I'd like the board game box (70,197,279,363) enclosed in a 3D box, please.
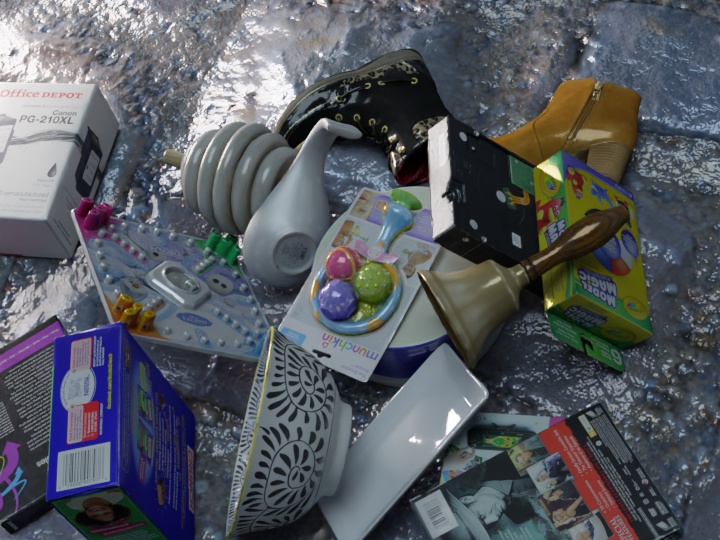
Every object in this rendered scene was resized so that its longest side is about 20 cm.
[{"bbox_3d":[-0.184,0.009,1.373,0.026,0.199,0.201,-57,40,25],"label":"board game box"}]

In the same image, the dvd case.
[{"bbox_3d":[0.160,0.217,1.173,0.199,0.022,0.147,-26,53,-6],"label":"dvd case"}]

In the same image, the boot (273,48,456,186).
[{"bbox_3d":[0.014,-0.157,1.511,0.199,0.073,0.151,-26,54,-10],"label":"boot"}]

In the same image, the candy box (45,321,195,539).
[{"bbox_3d":[-0.222,0.175,1.267,0.076,0.201,0.170,-12,55,10],"label":"candy box"}]

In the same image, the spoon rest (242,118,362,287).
[{"bbox_3d":[-0.058,-0.071,1.405,0.099,0.201,0.061,15,24,-24],"label":"spoon rest"}]

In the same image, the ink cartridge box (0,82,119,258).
[{"bbox_3d":[-0.388,-0.122,1.581,0.143,0.085,0.202,3,58,16],"label":"ink cartridge box"}]

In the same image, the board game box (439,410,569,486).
[{"bbox_3d":[0.144,0.234,1.217,0.146,0.064,0.202,1,57,17],"label":"board game box"}]

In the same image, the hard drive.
[{"bbox_3d":[0.150,-0.054,1.339,0.038,0.199,0.141,-34,44,40],"label":"hard drive"}]

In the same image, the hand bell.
[{"bbox_3d":[0.162,-0.004,1.245,0.199,0.104,0.105,-30,54,-2],"label":"hand bell"}]

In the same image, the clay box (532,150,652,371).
[{"bbox_3d":[0.231,-0.009,1.325,0.047,0.114,0.202,-34,44,38],"label":"clay box"}]

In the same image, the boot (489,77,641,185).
[{"bbox_3d":[0.203,-0.151,1.465,0.199,0.071,0.145,6,53,15],"label":"boot"}]

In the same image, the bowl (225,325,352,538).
[{"bbox_3d":[-0.063,0.162,1.266,0.093,0.201,0.202,13,58,-6],"label":"bowl"}]

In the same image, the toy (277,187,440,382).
[{"bbox_3d":[0.000,0.000,1.323,0.114,0.047,0.201,19,63,27],"label":"toy"}]

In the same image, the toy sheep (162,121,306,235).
[{"bbox_3d":[-0.130,-0.103,1.477,0.198,0.138,0.139,12,60,23],"label":"toy sheep"}]

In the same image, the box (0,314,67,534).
[{"bbox_3d":[-0.346,0.160,1.412,0.142,0.036,0.201,-30,53,-6],"label":"box"}]

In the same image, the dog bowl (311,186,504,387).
[{"bbox_3d":[0.051,0.015,1.378,0.198,0.079,0.202,-7,56,10],"label":"dog bowl"}]

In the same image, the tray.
[{"bbox_3d":[0.040,0.170,1.265,0.200,0.022,0.107,-49,31,5],"label":"tray"}]
